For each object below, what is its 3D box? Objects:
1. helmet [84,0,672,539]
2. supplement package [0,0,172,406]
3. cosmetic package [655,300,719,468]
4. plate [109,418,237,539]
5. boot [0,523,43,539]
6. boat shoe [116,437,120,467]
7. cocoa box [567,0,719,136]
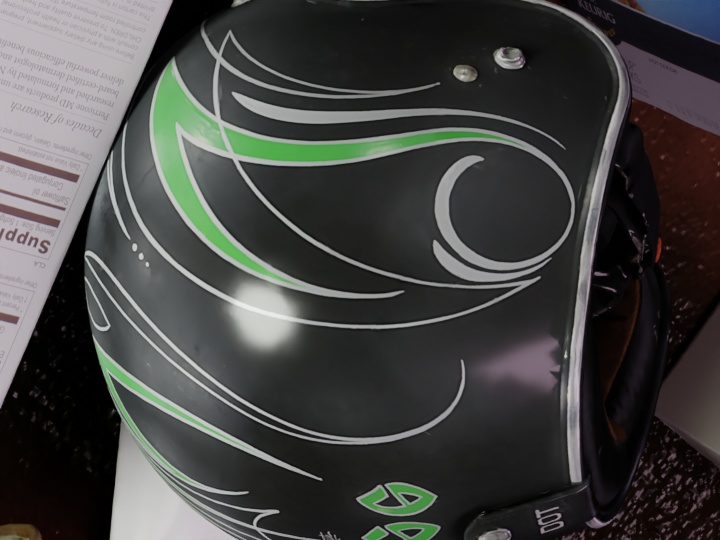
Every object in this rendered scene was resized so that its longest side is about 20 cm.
[{"bbox_3d":[0.000,0.000,0.939,0.200,0.189,0.202,6,90,-74],"label":"helmet"},{"bbox_3d":[-0.159,-0.047,0.924,0.109,0.114,0.201,17,102,-38],"label":"supplement package"},{"bbox_3d":[0.231,0.015,1.259,0.103,0.073,0.201,36,87,-41],"label":"cosmetic package"},{"bbox_3d":[-0.001,0.035,1.077,0.199,0.032,0.201,11,80,-38],"label":"plate"},{"bbox_3d":[-0.148,0.206,1.076,0.174,0.066,0.201,-22,110,18],"label":"boot"},{"bbox_3d":[-0.061,0.124,1.108,0.076,0.071,0.201,-1,112,-47],"label":"boat shoe"},{"bbox_3d":[0.182,-0.162,1.099,0.200,0.133,0.132,-37,127,-16],"label":"cocoa box"}]
